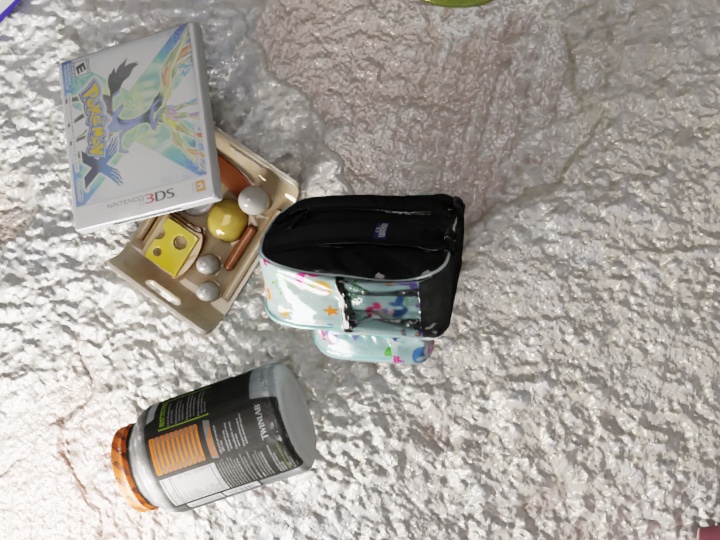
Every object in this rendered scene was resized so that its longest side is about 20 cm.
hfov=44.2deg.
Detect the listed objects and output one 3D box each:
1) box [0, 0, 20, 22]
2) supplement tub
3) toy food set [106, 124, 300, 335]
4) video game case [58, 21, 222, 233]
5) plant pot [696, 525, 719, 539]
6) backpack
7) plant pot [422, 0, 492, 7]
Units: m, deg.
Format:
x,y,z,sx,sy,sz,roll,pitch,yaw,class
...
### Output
x,y,z,sx,sy,sz,roll,pitch,yaw,class
-0.461,-0.395,0.997,0.184,0.105,0.200,-44,86,8,box
-0.157,0.185,0.956,0.199,0.123,0.123,-19,89,9,supplement tub
-0.176,-0.051,0.984,0.143,0.060,0.200,34,95,6,toy food set
-0.247,-0.157,0.983,0.182,0.022,0.201,-11,81,18,video game case
0.419,0.320,0.850,0.178,0.200,0.201,-1,91,24,plant pot
0.000,0.000,0.901,0.199,0.178,0.151,6,122,9,backpack
0.096,-0.386,0.872,0.199,0.190,0.201,0,91,8,plant pot
